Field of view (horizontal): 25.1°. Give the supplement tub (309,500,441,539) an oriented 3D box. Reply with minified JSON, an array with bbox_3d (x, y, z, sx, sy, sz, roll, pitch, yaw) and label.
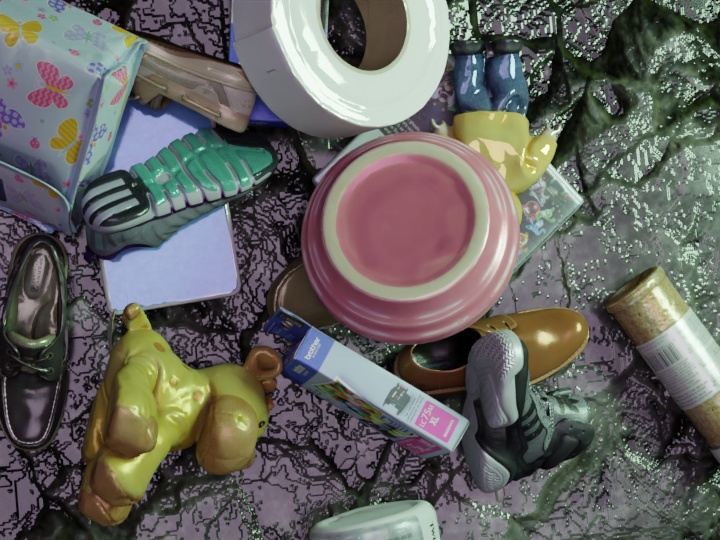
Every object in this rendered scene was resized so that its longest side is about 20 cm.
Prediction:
[{"bbox_3d":[0.028,0.321,1.483,0.121,0.123,0.202,-12,89,-6],"label":"supplement tub"}]

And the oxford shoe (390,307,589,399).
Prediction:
[{"bbox_3d":[0.130,0.073,1.520,0.198,0.071,0.072,-15,70,-15],"label":"oxford shoe"}]

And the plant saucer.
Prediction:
[{"bbox_3d":[0.042,-0.036,1.443,0.198,0.051,0.203,-3,69,7],"label":"plant saucer"}]

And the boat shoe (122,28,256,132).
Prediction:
[{"bbox_3d":[-0.189,-0.180,1.491,0.198,0.072,0.066,18,101,12],"label":"boat shoe"}]

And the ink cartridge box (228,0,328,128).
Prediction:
[{"bbox_3d":[-0.077,-0.237,1.530,0.093,0.044,0.202,2,88,-4],"label":"ink cartridge box"}]

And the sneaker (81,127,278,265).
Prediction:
[{"bbox_3d":[-0.171,-0.069,1.501,0.198,0.088,0.075,-20,62,-27],"label":"sneaker"}]

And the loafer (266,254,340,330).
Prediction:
[{"bbox_3d":[0.000,0.000,1.504,0.199,0.067,0.077,-27,92,8],"label":"loafer"}]

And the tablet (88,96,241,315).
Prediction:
[{"bbox_3d":[-0.190,-0.067,1.528,0.129,0.014,0.202,-9,90,-7],"label":"tablet"}]

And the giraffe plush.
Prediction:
[{"bbox_3d":[-0.158,0.134,1.471,0.161,0.173,0.202,13,55,-15],"label":"giraffe plush"}]

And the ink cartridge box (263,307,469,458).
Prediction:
[{"bbox_3d":[-0.005,0.107,1.487,0.199,0.119,0.042,33,76,-4],"label":"ink cartridge box"}]

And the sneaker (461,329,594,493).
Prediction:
[{"bbox_3d":[0.158,0.120,1.490,0.113,0.201,0.076,-12,47,-14],"label":"sneaker"}]

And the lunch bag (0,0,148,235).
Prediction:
[{"bbox_3d":[-0.304,-0.138,1.445,0.168,0.127,0.201,26,122,1],"label":"lunch bag"}]

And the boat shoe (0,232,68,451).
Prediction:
[{"bbox_3d":[-0.303,0.065,1.484,0.071,0.066,0.203,4,88,-6],"label":"boat shoe"}]

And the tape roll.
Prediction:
[{"bbox_3d":[-0.016,-0.224,1.471,0.201,0.071,0.205,4,83,-36],"label":"tape roll"}]

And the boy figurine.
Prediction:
[{"bbox_3d":[0.128,-0.115,1.516,0.123,0.064,0.202,-4,89,-3],"label":"boy figurine"}]

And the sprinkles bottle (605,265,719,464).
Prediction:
[{"bbox_3d":[0.319,0.093,1.549,0.068,0.068,0.201,-37,92,-6],"label":"sprinkles bottle"}]

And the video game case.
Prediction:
[{"bbox_3d":[0.084,-0.076,1.554,0.182,0.023,0.200,-44,92,-5],"label":"video game case"}]
